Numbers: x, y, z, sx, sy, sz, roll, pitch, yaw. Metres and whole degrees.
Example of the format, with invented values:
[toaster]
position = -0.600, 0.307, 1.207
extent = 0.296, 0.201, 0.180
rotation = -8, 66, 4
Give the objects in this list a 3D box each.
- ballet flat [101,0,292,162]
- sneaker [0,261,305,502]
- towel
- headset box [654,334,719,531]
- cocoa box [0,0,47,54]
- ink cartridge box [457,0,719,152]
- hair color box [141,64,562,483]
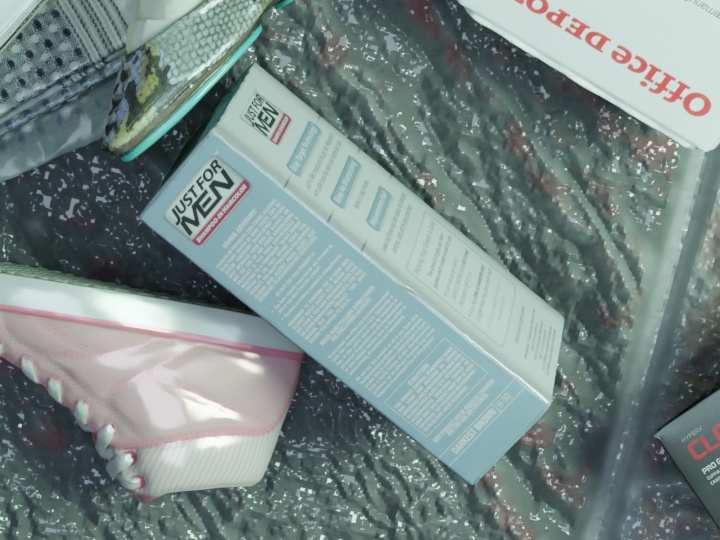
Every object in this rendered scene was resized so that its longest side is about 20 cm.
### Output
[ballet flat]
position = -0.060, -0.136, 1.122
extent = 0.200, 0.072, 0.072
rotation = -43, 100, -17
[sneaker]
position = -0.129, 0.056, 1.164
extent = 0.199, 0.075, 0.105
rotation = 12, 94, -9
[towel]
position = -0.198, -0.136, 1.149
extent = 0.192, 0.035, 0.200
rotation = -28, 101, 2
[headset box]
position = 0.250, 0.099, 1.152
extent = 0.149, 0.077, 0.200
rotation = -36, 82, 18
[cocoa box]
position = -0.236, -0.115, 1.075
extent = 0.133, 0.131, 0.200
rotation = 43, 98, -7
[ink cartridge box]
position = 0.156, -0.177, 1.098
extent = 0.144, 0.084, 0.200
rotation = 30, 119, -10
[hair color box]
position = 0.000, 0.000, 1.137
extent = 0.200, 0.099, 0.061
rotation = 40, 112, -8
